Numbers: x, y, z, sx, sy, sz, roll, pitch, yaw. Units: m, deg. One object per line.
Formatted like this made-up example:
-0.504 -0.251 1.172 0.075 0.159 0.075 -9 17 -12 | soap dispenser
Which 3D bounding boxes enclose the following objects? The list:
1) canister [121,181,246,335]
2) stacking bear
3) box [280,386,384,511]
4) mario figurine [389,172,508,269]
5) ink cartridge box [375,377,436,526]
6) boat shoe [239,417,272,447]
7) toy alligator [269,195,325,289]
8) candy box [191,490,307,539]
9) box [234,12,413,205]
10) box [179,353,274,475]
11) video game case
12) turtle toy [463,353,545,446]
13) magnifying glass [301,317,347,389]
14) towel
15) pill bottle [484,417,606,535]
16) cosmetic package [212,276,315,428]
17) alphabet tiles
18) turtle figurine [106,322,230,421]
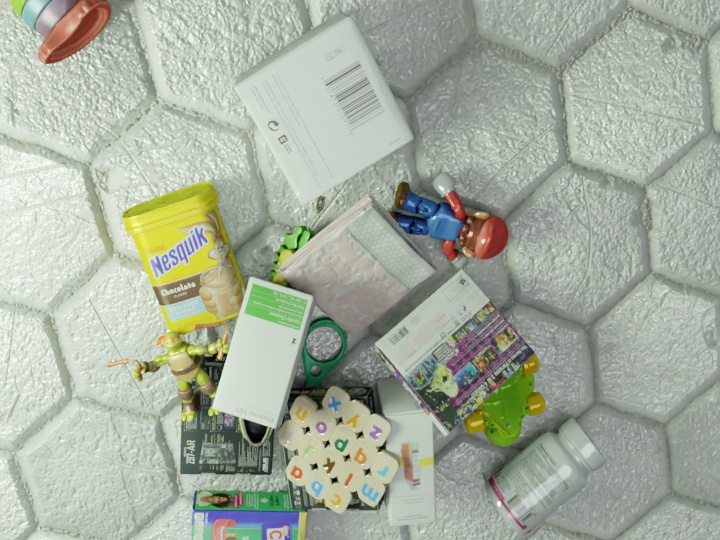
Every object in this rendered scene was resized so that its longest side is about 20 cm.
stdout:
-0.264 -0.017 1.374 0.145 0.087 0.204 -18 110 -1 | canister
-0.450 -0.404 1.221 0.121 0.114 0.201 -40 97 14 | stacking bear
-0.048 0.297 1.473 0.156 0.044 0.205 -4 103 15 | box
0.144 -0.079 1.428 0.196 0.124 0.108 18 63 -5 | mario figurine
0.075 0.297 1.483 0.081 0.145 0.205 -4 107 -4 | ink cartridge box
-0.160 0.179 1.412 0.070 0.060 0.207 2 103 -7 | boat shoe
-0.107 -0.032 1.409 0.054 0.059 0.204 25 106 27 | toy alligator
-0.195 0.475 1.535 0.195 0.077 0.173 2 106 -10 | candy box
-0.056 -0.241 1.309 0.197 0.131 0.201 -30 108 3 | box
-0.220 0.241 1.479 0.156 0.044 0.205 2 106 -8 | box
0.149 0.127 1.409 0.199 0.036 0.182 -39 79 -18 | video game case
0.233 0.213 1.501 0.142 0.101 0.204 -14 109 -3 | turtle toy
-0.078 0.175 1.492 0.078 0.022 0.204 15 102 -11 | magnifying glass
0.000 0.000 1.395 0.190 0.033 0.200 -38 129 13 | towel
0.325 0.358 1.551 0.199 0.114 0.114 -40 108 5 | pill bottle
-0.143 0.125 1.339 0.105 0.085 0.205 15 83 1 | cosmetic package
-0.036 0.289 1.426 0.198 0.015 0.198 31 113 10 | alphabet tiles
-0.281 0.156 1.384 0.196 0.065 0.164 -19 117 1 | turtle figurine
